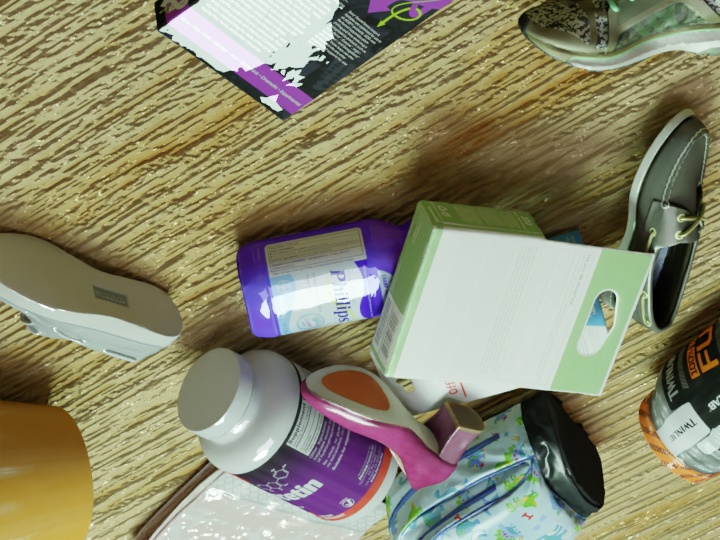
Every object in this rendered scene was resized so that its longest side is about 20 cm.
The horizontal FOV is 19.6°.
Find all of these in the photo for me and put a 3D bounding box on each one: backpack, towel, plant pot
[{"bbox_3d":[0.119,0.219,1.959,0.199,0.155,0.163,-15,145,18],"label":"backpack"},{"bbox_3d":[-0.090,0.244,2.012,0.199,0.032,0.191,20,131,-32],"label":"towel"},{"bbox_3d":[-0.335,0.189,1.780,0.182,0.201,0.201,-7,143,-32],"label":"plant pot"}]

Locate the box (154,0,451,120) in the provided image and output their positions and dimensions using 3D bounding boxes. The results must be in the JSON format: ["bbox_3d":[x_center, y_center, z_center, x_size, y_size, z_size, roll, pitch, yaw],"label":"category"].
[{"bbox_3d":[-0.029,-0.202,1.495,0.199,0.036,0.143,-32,137,25],"label":"box"}]

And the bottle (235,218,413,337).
[{"bbox_3d":[0.000,0.000,1.716,0.198,0.066,0.084,-10,135,-1],"label":"bottle"}]

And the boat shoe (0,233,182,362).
[{"bbox_3d":[-0.240,0.028,1.698,0.199,0.072,0.068,16,134,-42],"label":"boat shoe"}]

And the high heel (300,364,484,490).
[{"bbox_3d":[0.011,0.144,1.781,0.199,0.068,0.096,21,122,-35],"label":"high heel"}]

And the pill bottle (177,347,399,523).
[{"bbox_3d":[-0.065,0.141,1.832,0.112,0.113,0.199,-35,135,26],"label":"pill bottle"}]

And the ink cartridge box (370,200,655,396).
[{"bbox_3d":[0.123,0.025,1.695,0.198,0.048,0.146,5,120,-22],"label":"ink cartridge box"}]

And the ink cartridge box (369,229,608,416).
[{"bbox_3d":[0.110,0.049,1.799,0.198,0.068,0.115,-16,140,5],"label":"ink cartridge box"}]

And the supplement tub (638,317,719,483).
[{"bbox_3d":[0.351,0.099,1.875,0.122,0.123,0.200,21,130,-33],"label":"supplement tub"}]

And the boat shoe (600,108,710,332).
[{"bbox_3d":[0.254,-0.039,1.706,0.072,0.060,0.203,-25,141,-38],"label":"boat shoe"}]

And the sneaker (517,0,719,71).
[{"bbox_3d":[0.211,-0.207,1.533,0.198,0.077,0.089,-9,128,-12],"label":"sneaker"}]
